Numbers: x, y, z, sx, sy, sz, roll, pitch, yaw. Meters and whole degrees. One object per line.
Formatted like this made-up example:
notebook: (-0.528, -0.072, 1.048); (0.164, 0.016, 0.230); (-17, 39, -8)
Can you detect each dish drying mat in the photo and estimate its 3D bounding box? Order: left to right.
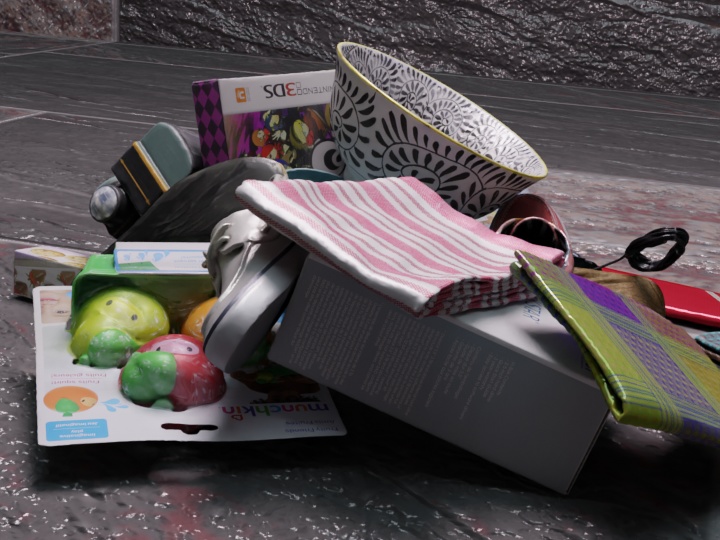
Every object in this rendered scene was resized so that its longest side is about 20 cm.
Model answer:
dish drying mat: (0.262, 0.021, 1.135); (0.200, 0.018, 0.077); (15, 20, 35)

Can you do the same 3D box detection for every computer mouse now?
computer mouse: (0.199, -0.012, 1.050); (0.059, 0.034, 0.200); (29, -28, -28)

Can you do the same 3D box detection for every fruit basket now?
fruit basket: (-0.118, 0.051, 0.808); (0.185, 0.094, 0.200); (1, 20, -15)

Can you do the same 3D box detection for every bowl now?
bowl: (0.045, -0.096, 1.021); (0.200, 0.094, 0.201); (29, 19, -11)

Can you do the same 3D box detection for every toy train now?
toy train: (-0.138, -0.054, 1.052); (0.085, 0.114, 0.200); (56, 19, 26)

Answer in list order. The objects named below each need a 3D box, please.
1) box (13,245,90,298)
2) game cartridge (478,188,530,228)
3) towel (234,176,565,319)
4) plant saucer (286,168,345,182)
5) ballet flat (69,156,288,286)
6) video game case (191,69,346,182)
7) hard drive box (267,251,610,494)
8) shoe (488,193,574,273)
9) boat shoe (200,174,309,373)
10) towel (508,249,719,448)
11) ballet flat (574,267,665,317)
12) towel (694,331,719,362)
box: (-0.198, 0.017, 1.002); (0.200, 0.039, 0.041); (13, 16, 31)
game cartridge: (0.093, -0.071, 1.168); (0.133, 0.042, 0.200); (-14, 62, -25)
towel: (0.031, -0.024, 0.781); (0.146, 0.030, 0.200); (31, 19, 26)
plant saucer: (0.000, 0.000, 0.968); (0.200, 0.027, 0.200); (29, 32, -20)
ballet flat: (-0.134, -0.019, 0.924); (0.057, 0.200, 0.067); (36, 24, -56)
video game case: (-0.053, -0.064, 1.032); (0.036, 0.201, 0.181); (-2, 8, 39)
hard drive box: (0.059, 0.043, 0.798); (0.200, 0.077, 0.156); (24, 18, 3)
shoe: (0.134, -0.015, 0.957); (0.071, 0.091, 0.200); (5, 42, 4)
boat shoe: (-0.067, -0.008, 0.786); (0.066, 0.072, 0.200); (31, 35, 0)
towel: (0.181, 0.061, 0.757); (0.200, 0.023, 0.144); (22, 26, -43)
ballet flat: (0.151, 0.029, 1.023); (0.199, 0.068, 0.072); (10, 32, 8)
towel: (0.389, 0.067, 0.995); (0.199, 0.022, 0.147); (-6, 17, -29)
